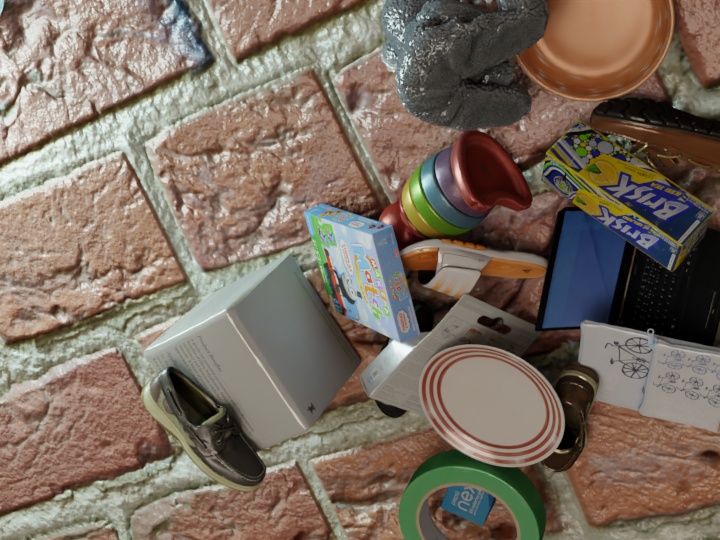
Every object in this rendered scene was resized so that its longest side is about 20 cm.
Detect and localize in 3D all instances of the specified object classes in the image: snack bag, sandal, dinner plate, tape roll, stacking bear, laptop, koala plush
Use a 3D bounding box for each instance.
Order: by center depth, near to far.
[{"bbox_3d":[0.090,-0.279,1.536,0.200,0.184,0.177,53,147,39],"label":"koala plush"},{"bbox_3d":[0.341,0.020,1.602,0.200,0.103,0.177,24,122,30],"label":"laptop"},{"bbox_3d":[0.368,0.135,1.643,0.200,0.021,0.189,13,147,13],"label":"snack bag"},{"bbox_3d":[0.145,0.005,1.648,0.207,0.059,0.079,5,157,-11],"label":"sandal"},{"bbox_3d":[0.100,-0.083,1.654,0.200,0.121,0.114,-36,67,41],"label":"stacking bear"},{"bbox_3d":[0.171,0.173,1.681,0.200,0.024,0.200,14,127,19],"label":"dinner plate"},{"bbox_3d":[0.154,0.344,1.788,0.200,0.048,0.201,9,118,17],"label":"tape roll"}]

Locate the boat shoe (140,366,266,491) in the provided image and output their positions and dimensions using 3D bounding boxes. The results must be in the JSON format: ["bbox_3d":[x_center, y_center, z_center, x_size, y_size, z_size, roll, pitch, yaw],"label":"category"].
[{"bbox_3d":[-0.199,0.207,1.693,0.201,0.072,0.066,42,129,3],"label":"boat shoe"}]

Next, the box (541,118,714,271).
[{"bbox_3d":[0.317,-0.090,1.544,0.200,0.070,0.064,38,158,21],"label":"box"}]

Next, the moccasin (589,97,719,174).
[{"bbox_3d":[0.369,-0.152,1.531,0.201,0.074,0.078,12,125,-4],"label":"moccasin"}]

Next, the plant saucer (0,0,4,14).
[{"bbox_3d":[-0.586,-0.408,1.782,0.200,0.027,0.200,4,137,4],"label":"plant saucer"}]

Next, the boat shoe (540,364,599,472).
[{"bbox_3d":[0.263,0.212,1.713,0.075,0.075,0.202,16,137,15],"label":"boat shoe"}]

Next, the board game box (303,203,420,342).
[{"bbox_3d":[0.000,0.000,1.701,0.200,0.037,0.151,20,129,60],"label":"board game box"}]

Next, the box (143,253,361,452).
[{"bbox_3d":[-0.145,0.122,1.789,0.171,0.200,0.199,-27,101,32],"label":"box"}]

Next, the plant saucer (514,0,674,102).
[{"bbox_3d":[0.271,-0.300,1.525,0.200,0.037,0.200,9,116,18],"label":"plant saucer"}]

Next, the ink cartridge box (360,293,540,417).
[{"bbox_3d":[0.121,0.111,1.723,0.160,0.047,0.200,24,117,-37],"label":"ink cartridge box"}]

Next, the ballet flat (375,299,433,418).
[{"bbox_3d":[0.047,0.129,1.793,0.068,0.068,0.200,25,120,21],"label":"ballet flat"}]

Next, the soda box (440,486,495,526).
[{"bbox_3d":[0.179,0.255,1.801,0.068,0.064,0.200,23,121,10],"label":"soda box"}]
